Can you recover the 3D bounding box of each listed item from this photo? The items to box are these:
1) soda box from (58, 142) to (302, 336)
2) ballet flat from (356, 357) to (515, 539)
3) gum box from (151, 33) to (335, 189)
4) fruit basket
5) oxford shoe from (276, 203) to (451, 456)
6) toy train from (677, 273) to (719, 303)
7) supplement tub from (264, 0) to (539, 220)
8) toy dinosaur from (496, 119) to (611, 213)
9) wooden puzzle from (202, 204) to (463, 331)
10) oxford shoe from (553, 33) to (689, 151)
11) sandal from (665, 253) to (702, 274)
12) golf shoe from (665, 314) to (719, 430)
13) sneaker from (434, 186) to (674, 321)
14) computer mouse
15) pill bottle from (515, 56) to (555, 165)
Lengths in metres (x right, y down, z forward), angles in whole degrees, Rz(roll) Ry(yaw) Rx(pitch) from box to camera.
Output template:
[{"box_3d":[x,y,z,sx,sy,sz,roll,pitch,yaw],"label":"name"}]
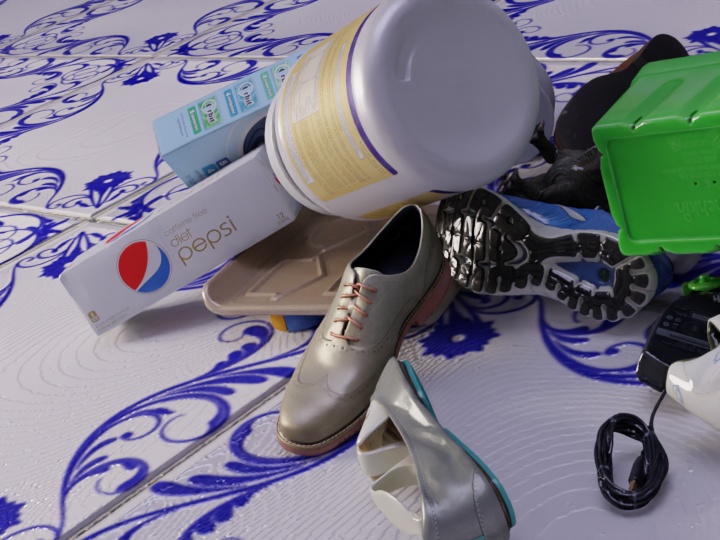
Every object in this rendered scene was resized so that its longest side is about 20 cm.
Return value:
[{"box_3d":[-0.149,-0.026,1.153,0.200,0.064,0.068,-31,11,11],"label":"soda box"},{"box_3d":[0.029,0.109,0.818,0.063,0.068,0.200,-25,24,-6],"label":"ballet flat"},{"box_3d":[-0.055,-0.113,1.208,0.199,0.170,0.045,-24,57,8],"label":"gum box"},{"box_3d":[0.278,-0.097,0.910,0.215,0.156,0.216,-16,12,3],"label":"fruit basket"},{"box_3d":[-0.005,0.036,0.949,0.071,0.074,0.200,12,52,26],"label":"oxford shoe"},{"box_3d":[0.311,0.007,0.921,0.199,0.042,0.056,-9,14,14],"label":"toy train"},{"box_3d":[0.023,-0.116,1.015,0.145,0.146,0.200,-27,6,-27],"label":"supplement tub"},{"box_3d":[0.163,-0.057,1.094,0.102,0.200,0.077,28,63,-1],"label":"toy dinosaur"},{"box_3d":[0.000,0.000,1.119,0.199,0.046,0.185,3,29,27],"label":"wooden puzzle"},{"box_3d":[0.242,-0.154,1.324,0.200,0.071,0.071,-37,1,-37],"label":"oxford shoe"},{"box_3d":[0.245,-0.065,1.081,0.050,0.083,0.203,22,40,-17],"label":"sandal"},{"box_3d":[0.260,0.031,0.827,0.097,0.079,0.200,20,39,38],"label":"golf shoe"},{"box_3d":[0.141,-0.013,1.026,0.200,0.079,0.089,23,17,35],"label":"sneaker"},{"box_3d":[0.186,0.081,0.841,0.058,0.034,0.200,19,40,21],"label":"computer mouse"},{"box_3d":[0.126,-0.171,1.342,0.112,0.113,0.200,-14,23,1],"label":"pill bottle"}]
